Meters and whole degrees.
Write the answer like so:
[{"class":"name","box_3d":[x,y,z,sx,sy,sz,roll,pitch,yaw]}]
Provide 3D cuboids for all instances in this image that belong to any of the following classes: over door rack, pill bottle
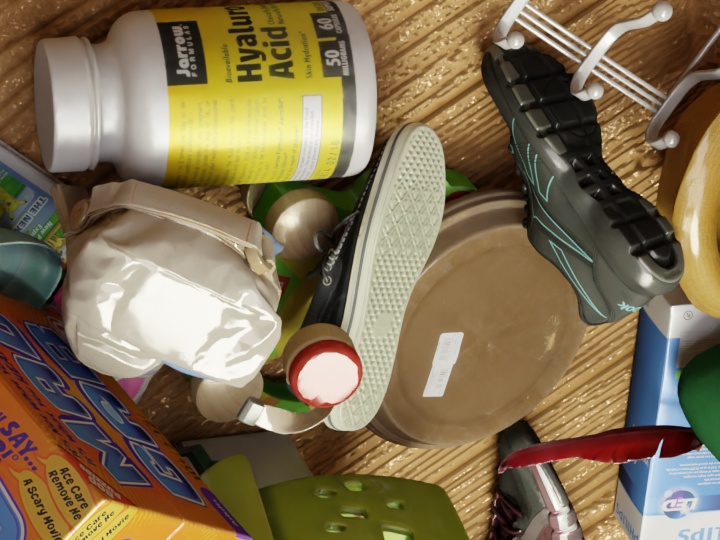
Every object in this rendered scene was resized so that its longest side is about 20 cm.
[{"class":"over door rack","box_3d":[0.195,-0.193,1.692,0.147,0.067,0.201,30,94,-25]},{"class":"pill bottle","box_3d":[-0.097,-0.107,1.643,0.199,0.111,0.112,-5,118,-15]}]

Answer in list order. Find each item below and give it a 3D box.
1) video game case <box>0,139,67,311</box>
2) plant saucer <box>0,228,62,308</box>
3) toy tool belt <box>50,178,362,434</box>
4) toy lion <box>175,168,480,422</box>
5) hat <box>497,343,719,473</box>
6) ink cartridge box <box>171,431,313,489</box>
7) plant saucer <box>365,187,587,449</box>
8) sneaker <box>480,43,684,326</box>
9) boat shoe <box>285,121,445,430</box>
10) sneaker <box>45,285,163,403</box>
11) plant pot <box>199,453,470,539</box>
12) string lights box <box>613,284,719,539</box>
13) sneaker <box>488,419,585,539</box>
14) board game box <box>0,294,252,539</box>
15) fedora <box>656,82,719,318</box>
[{"class":"video game case","box_3d":[-0.283,-0.002,1.693,0.182,0.022,0.200,35,101,-29]},{"class":"plant saucer","box_3d":[-0.276,0.029,1.622,0.199,0.028,0.200,-27,163,-9]},{"class":"toy tool belt","box_3d":[-0.096,0.008,1.635,0.199,0.123,0.125,21,115,-24]},{"class":"toy lion","box_3d":[-0.006,0.015,1.769,0.191,0.069,0.201,14,112,-31]},{"class":"hat","box_3d":[0.235,0.074,1.824,0.200,0.175,0.167,-18,125,-53]},{"class":"ink cartridge box","box_3d":[-0.133,0.198,1.804,0.199,0.084,0.147,-6,119,-15]},{"class":"plant saucer","box_3d":[0.078,0.039,1.786,0.199,0.029,0.201,-17,128,-24]},{"class":"sneaker","box_3d":[0.126,-0.056,1.718,0.075,0.201,0.079,-14,159,-46]},{"class":"boat shoe","box_3d":[0.000,0.000,1.685,0.074,0.062,0.201,6,102,-54]},{"class":"sneaker","box_3d":[-0.179,0.066,1.729,0.200,0.081,0.088,-40,159,0]},{"class":"plant pot","box_3d":[-0.039,0.244,1.700,0.181,0.199,0.201,17,111,-20]},{"class":"string lights box","box_3d":[0.246,0.099,1.885,0.102,0.059,0.201,-3,117,-15]},{"class":"sneaker","box_3d":[0.102,0.206,1.889,0.115,0.076,0.201,-22,121,-2]},{"class":"board game box","box_3d":[-0.228,0.148,1.560,0.200,0.200,0.200,-47,156,7]},{"class":"fedora","box_3d":[0.260,-0.068,1.777,0.200,0.082,0.202,-19,121,-35]}]
